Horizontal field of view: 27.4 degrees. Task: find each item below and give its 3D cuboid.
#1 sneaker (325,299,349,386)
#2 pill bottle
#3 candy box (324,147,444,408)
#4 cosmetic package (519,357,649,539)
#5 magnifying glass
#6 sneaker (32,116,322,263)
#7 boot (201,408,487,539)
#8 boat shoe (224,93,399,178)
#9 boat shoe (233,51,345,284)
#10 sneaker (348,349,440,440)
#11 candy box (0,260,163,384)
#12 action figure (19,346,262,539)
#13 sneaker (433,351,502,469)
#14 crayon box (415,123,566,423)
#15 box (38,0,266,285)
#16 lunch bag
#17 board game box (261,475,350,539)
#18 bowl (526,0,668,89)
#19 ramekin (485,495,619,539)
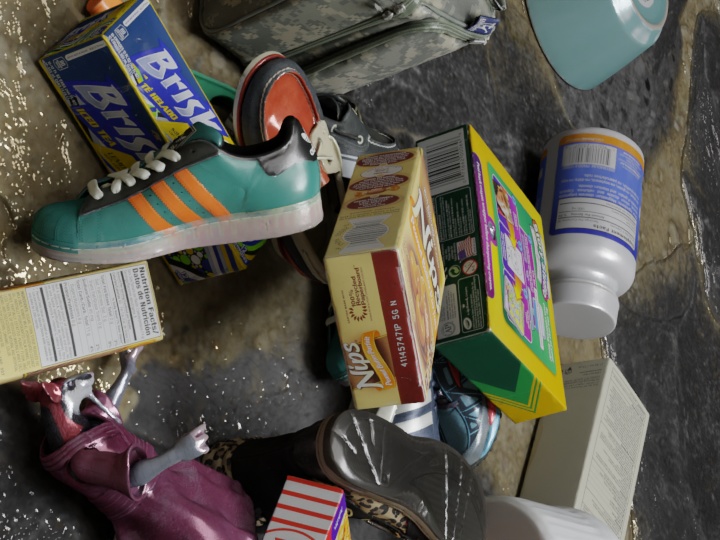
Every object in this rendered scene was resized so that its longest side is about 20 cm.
[{"bbox_3d":[0.000,0.000,1.247,0.080,0.071,0.202,36,54,-23],"label":"sneaker"},{"bbox_3d":[0.233,-0.036,1.526,0.112,0.111,0.202,37,53,-42],"label":"pill bottle"},{"bbox_3d":[0.022,0.000,1.076,0.200,0.055,0.117,-73,154,-65],"label":"candy box"},{"bbox_3d":[0.225,0.200,1.483,0.104,0.072,0.201,51,44,-32],"label":"cosmetic package"},{"bbox_3d":[-0.137,-0.139,1.130,0.200,0.022,0.080,47,47,-35],"label":"magnifying glass"},{"bbox_3d":[-0.126,-0.058,0.994,0.197,0.071,0.081,-10,109,-12],"label":"sneaker"},{"bbox_3d":[-0.010,0.167,1.109,0.199,0.149,0.074,32,55,-43],"label":"boot"},{"bbox_3d":[-0.028,-0.114,1.192,0.199,0.068,0.057,3,116,-53],"label":"boat shoe"},{"bbox_3d":[-0.044,-0.072,1.110,0.071,0.062,0.202,-32,135,-23],"label":"boat shoe"},{"bbox_3d":[0.040,0.115,1.231,0.084,0.075,0.202,29,74,-23],"label":"sneaker"},{"bbox_3d":[-0.228,0.042,0.878,0.199,0.114,0.056,-15,94,-54],"label":"candy box"},{"bbox_3d":[-0.159,0.142,0.989,0.149,0.134,0.200,-47,112,1],"label":"action figure"},{"bbox_3d":[0.061,0.080,1.307,0.095,0.079,0.203,6,67,-44],"label":"sneaker"},{"bbox_3d":[0.113,0.005,1.273,0.173,0.058,0.202,45,35,-51],"label":"crayon box"},{"bbox_3d":[-0.143,-0.092,1.068,0.201,0.069,0.065,60,38,-24],"label":"box"},{"bbox_3d":[-0.005,-0.222,1.181,0.167,0.198,0.141,34,50,-43],"label":"lunch bag"},{"bbox_3d":[-0.047,0.267,1.045,0.201,0.046,0.153,84,22,-49],"label":"board game box"},{"bbox_3d":[0.277,-0.316,1.671,0.200,0.104,0.204,19,66,-49],"label":"bowl"},{"bbox_3d":[0.126,0.285,1.228,0.097,0.199,0.203,26,60,-39],"label":"ramekin"}]
